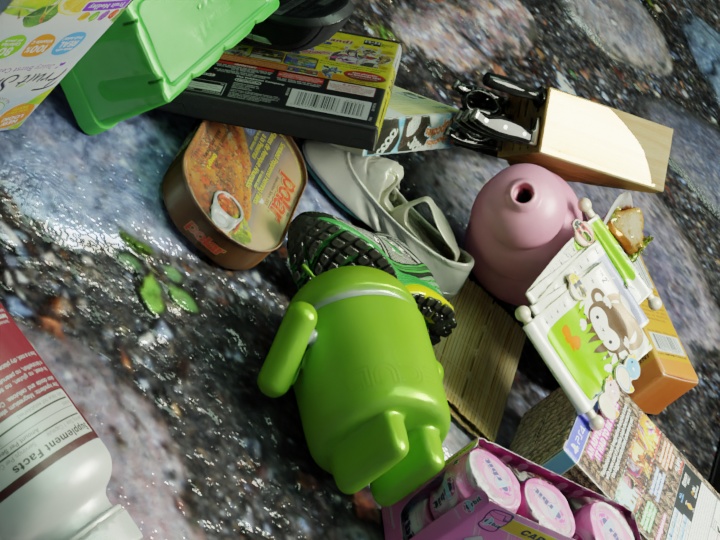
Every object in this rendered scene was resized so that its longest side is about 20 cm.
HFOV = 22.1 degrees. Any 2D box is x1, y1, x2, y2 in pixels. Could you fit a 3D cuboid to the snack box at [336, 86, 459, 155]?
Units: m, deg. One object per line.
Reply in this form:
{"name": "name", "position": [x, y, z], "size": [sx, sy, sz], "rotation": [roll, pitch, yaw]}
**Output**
{"name": "snack box", "position": [0.007, -0.145, 1.716], "size": [0.115, 0.037, 0.199], "rotation": [23, 17, 26]}

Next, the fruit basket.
{"name": "fruit basket", "position": [-0.200, -0.225, 1.512], "size": [0.216, 0.213, 0.157], "rotation": [-74, 147, -56]}

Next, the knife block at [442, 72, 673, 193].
{"name": "knife block", "position": [0.182, -0.130, 1.710], "size": [0.175, 0.198, 0.065], "rotation": [31, 69, -73]}

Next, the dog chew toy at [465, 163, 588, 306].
{"name": "dog chew toy", "position": [0.157, -0.042, 1.740], "size": [0.125, 0.124, 0.200], "rotation": [60, -3, 18]}

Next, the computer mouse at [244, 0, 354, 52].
{"name": "computer mouse", "position": [-0.077, -0.239, 1.656], "size": [0.140, 0.198, 0.046], "rotation": [-42, 136, -47]}

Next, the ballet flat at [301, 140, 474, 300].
{"name": "ballet flat", "position": [0.032, -0.060, 1.703], "size": [0.200, 0.069, 0.069], "rotation": [48, 30, -4]}

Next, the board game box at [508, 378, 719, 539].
{"name": "board game box", "position": [0.226, 0.212, 1.633], "size": [0.200, 0.097, 0.160], "rotation": [47, 30, -6]}

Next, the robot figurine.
{"name": "robot figurine", "position": [0.003, 0.082, 1.453], "size": [0.175, 0.115, 0.201], "rotation": [22, 40, -41]}

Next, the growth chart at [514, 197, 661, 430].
{"name": "growth chart", "position": [0.207, 0.041, 1.637], "size": [0.145, 0.018, 0.200], "rotation": [49, 42, -10]}

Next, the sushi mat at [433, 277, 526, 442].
{"name": "sushi mat", "position": [0.105, 0.080, 1.699], "size": [0.096, 0.012, 0.200], "rotation": [43, 30, -10]}

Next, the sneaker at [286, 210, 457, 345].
{"name": "sneaker", "position": [0.000, 0.000, 1.595], "size": [0.200, 0.078, 0.086], "rotation": [36, 22, -46]}

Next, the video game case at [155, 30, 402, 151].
{"name": "video game case", "position": [-0.071, -0.171, 1.612], "size": [0.198, 0.026, 0.181], "rotation": [10, 32, 3]}

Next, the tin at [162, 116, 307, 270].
{"name": "tin", "position": [-0.105, -0.075, 1.562], "size": [0.112, 0.042, 0.201], "rotation": [39, 31, -12]}

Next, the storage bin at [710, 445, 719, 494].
{"name": "storage bin", "position": [0.450, 0.193, 1.918], "size": [0.094, 0.135, 0.200], "rotation": [47, 30, -5]}

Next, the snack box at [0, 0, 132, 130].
{"name": "snack box", "position": [-0.247, -0.174, 1.313], "size": [0.053, 0.200, 0.142], "rotation": [56, 30, 12]}

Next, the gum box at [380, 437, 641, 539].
{"name": "gum box", "position": [0.120, 0.214, 1.468], "size": [0.199, 0.113, 0.067], "rotation": [28, 36, -34]}

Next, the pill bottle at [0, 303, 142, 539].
{"name": "pill bottle", "position": [-0.224, 0.107, 1.119], "size": [0.201, 0.113, 0.113], "rotation": [53, 30, 4]}

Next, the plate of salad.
{"name": "plate of salad", "position": [0.238, 0.023, 1.782], "size": [0.048, 0.202, 0.200], "rotation": [18, 25, 16]}

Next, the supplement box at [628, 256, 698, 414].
{"name": "supplement box", "position": [0.275, 0.046, 1.917], "size": [0.068, 0.066, 0.201], "rotation": [15, 45, -41]}
